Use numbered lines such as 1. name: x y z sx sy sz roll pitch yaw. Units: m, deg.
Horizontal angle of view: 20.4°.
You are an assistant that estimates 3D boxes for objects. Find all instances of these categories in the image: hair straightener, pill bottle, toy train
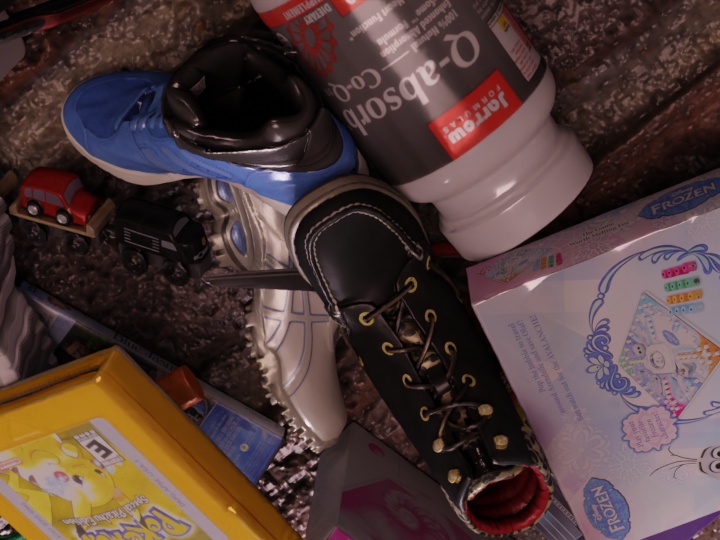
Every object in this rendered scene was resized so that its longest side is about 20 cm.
1. hair straightener: -0.197 -0.162 1.087 0.041 0.200 0.077 0 109 27
2. pill bottle: 0.038 -0.112 1.130 0.116 0.116 0.200 -34 106 14
3. toy train: -0.181 -0.038 1.187 0.199 0.034 0.046 16 133 16

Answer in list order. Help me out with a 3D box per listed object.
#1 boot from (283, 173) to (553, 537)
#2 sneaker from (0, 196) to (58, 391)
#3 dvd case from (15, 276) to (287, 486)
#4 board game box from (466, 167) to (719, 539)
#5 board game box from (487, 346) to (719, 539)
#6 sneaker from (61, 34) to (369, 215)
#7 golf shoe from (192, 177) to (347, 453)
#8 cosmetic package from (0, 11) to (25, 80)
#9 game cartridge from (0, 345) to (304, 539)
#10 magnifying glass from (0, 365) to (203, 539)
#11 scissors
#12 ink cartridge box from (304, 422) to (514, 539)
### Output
1. boot: 0.038 0.048 1.108 0.073 0.154 0.204 -32 143 1
2. sneaker: -0.245 0.013 1.178 0.081 0.075 0.201 -1 127 15
3. dvd case: -0.166 0.110 1.277 0.199 0.018 0.143 30 110 -8
4. board game box: 0.188 0.049 1.140 0.198 0.043 0.201 -22 120 9
5. board game box: 0.171 0.080 1.225 0.200 0.057 0.165 -42 102 16
6. sneaker: -0.096 -0.093 1.119 0.199 0.111 0.077 21 69 26
7. golf shoe: -0.028 0.013 1.205 0.097 0.078 0.201 -17 109 3
8. cosmetic package: -0.319 -0.151 1.110 0.166 0.168 0.201 -25 108 13
9. game cartridge: -0.142 0.140 1.200 0.176 0.033 0.200 -20 120 40
10. magnifying glass: -0.187 0.116 1.259 0.199 0.022 0.080 -30 106 13
11. scissors: 0.000 0.000 1.172 0.199 0.014 0.073 17 118 -39
12. ink cartridge box: 0.054 0.199 1.200 0.196 0.200 0.043 37 108 -11
